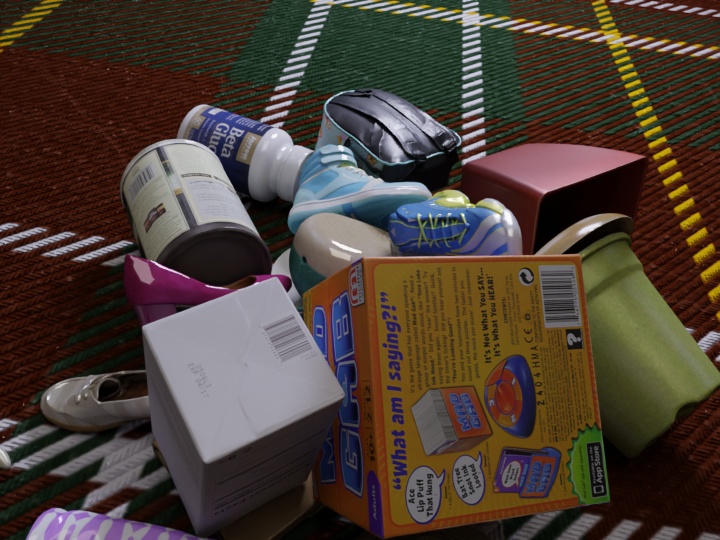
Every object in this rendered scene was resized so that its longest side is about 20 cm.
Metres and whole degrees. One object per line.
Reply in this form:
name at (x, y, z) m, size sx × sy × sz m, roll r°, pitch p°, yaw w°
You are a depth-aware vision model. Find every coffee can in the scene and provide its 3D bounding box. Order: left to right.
coffee can at (-0.212, -0.052, 0.850) m, size 0.144 × 0.148 × 0.201 m, roll -14°, pitch 45°, yaw -22°

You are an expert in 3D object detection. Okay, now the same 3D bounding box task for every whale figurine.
whale figurine at (0.000, 0.000, 0.824) m, size 0.198 × 0.105 × 0.159 m, roll 0°, pitch 33°, yaw -47°

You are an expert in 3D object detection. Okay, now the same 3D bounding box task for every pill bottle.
pill bottle at (-0.169, -0.170, 1.014) m, size 0.197 × 0.112 × 0.111 m, roll 20°, pitch 43°, yaw 14°

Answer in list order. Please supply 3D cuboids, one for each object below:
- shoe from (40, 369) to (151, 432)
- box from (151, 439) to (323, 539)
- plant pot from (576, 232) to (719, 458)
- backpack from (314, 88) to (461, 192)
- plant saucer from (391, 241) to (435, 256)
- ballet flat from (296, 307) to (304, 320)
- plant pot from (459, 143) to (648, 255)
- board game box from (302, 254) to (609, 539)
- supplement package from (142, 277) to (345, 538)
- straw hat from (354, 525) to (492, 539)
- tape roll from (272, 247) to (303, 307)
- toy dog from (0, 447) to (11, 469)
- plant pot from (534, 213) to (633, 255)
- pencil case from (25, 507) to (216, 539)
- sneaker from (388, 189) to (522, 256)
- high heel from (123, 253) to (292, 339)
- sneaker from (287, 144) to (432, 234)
shoe at (-0.242, 0.127, 0.704) m, size 0.196 × 0.054 × 0.070 m, roll -1°, pitch 37°, yaw 4°
box at (-0.088, 0.184, 0.698) m, size 0.199 × 0.021 × 0.163 m, roll -28°, pitch 52°, yaw -33°
plant pot at (0.285, 0.095, 0.746) m, size 0.198 × 0.202 × 0.185 m, roll -22°, pitch 61°, yaw -29°
backpack at (0.029, -0.183, 1.025) m, size 0.175 × 0.154 × 0.200 m, roll -27°, pitch 62°, yaw -35°
plant saucer at (0.122, 0.010, 0.820) m, size 0.199 × 0.050 × 0.201 m, roll 38°, pitch 28°, yaw -25°
ballet flat at (-0.133, 0.094, 0.752) m, size 0.197 × 0.074 × 0.074 m, roll -9°, pitch 42°, yaw 0°
plant pot at (0.239, -0.070, 0.913) m, size 0.198 × 0.202 × 0.176 m, roll -19°, pitch 37°, yaw -27°
board game box at (0.069, 0.104, 0.603) m, size 0.197 × 0.200 × 0.204 m, roll -1°, pitch 81°, yaw -19°
supplement package at (-0.107, 0.124, 0.579) m, size 0.119 × 0.201 × 0.122 m, roll -21°, pitch 63°, yaw -27°
straw hat at (0.073, 0.276, 0.571) m, size 0.197 × 0.086 × 0.203 m, roll 4°, pitch 42°, yaw -3°
tape roll at (-0.022, 0.030, 0.869) m, size 0.199 × 0.037 × 0.204 m, roll 5°, pitch 41°, yaw -4°
toy dog at (-0.372, 0.229, 0.545) m, size 0.199 × 0.141 × 0.193 m, roll 39°, pitch 19°, yaw 32°
plant pot at (0.226, 0.005, 0.768) m, size 0.198 × 0.201 × 0.028 m, roll -23°, pitch 59°, yaw -29°
pencil case at (-0.188, 0.256, 0.556) m, size 0.197 × 0.085 × 0.086 m, roll 8°, pitch 7°, yaw 3°
sneaker at (0.090, -0.034, 0.710) m, size 0.103 × 0.077 × 0.200 m, roll -14°, pitch 16°, yaw -11°
high heel at (-0.164, 0.008, 0.752) m, size 0.198 × 0.098 × 0.067 m, roll -20°, pitch 12°, yaw -42°
sneaker at (-0.002, -0.121, 0.895) m, size 0.197 × 0.080 × 0.132 m, roll -6°, pitch 59°, yaw 16°
